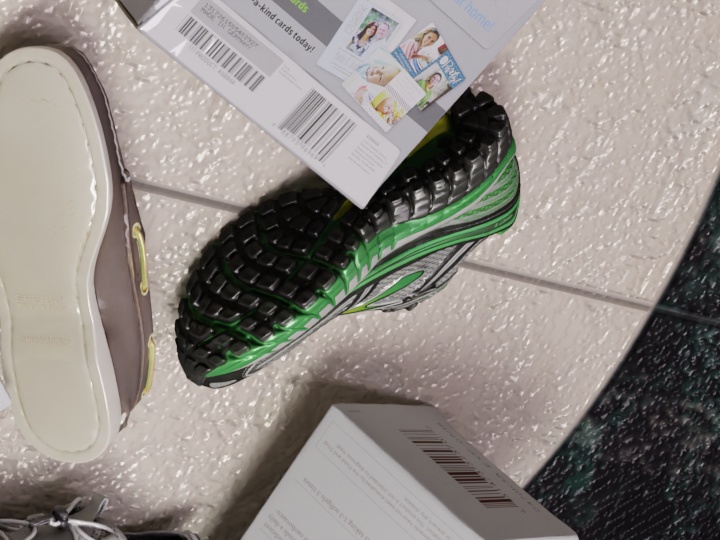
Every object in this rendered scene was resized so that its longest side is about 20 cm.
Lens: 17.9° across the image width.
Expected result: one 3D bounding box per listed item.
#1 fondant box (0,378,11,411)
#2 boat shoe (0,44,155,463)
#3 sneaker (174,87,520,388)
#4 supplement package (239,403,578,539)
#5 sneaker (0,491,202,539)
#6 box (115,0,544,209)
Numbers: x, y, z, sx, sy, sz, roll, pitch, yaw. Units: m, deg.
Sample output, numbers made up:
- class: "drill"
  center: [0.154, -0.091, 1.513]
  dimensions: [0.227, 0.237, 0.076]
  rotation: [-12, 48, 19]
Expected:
- class: "fondant box"
  center: [-0.273, 0.046, 0.999]
  dimensions: [0.200, 0.058, 0.144]
  rotation: [-31, 132, -11]
- class: "boat shoe"
  center: [-0.131, -0.013, 1.044]
  dimensions: [0.060, 0.072, 0.200]
  rotation: [-46, 137, -57]
- class: "sneaker"
  center: [0.000, 0.000, 1.122]
  dimensions: [0.200, 0.078, 0.085]
  rotation: [-33, 133, -9]
- class: "supplement package"
  center: [-0.002, 0.183, 1.203]
  dimensions: [0.200, 0.117, 0.117]
  rotation: [-56, 154, 14]
- class: "sneaker"
  center: [-0.160, 0.139, 1.135]
  dimensions: [0.200, 0.075, 0.082]
  rotation: [23, 102, -52]
- class: "box"
  center: [0.011, -0.148, 1.039]
  dimensions: [0.200, 0.041, 0.156]
  rotation: [-48, 126, 7]
